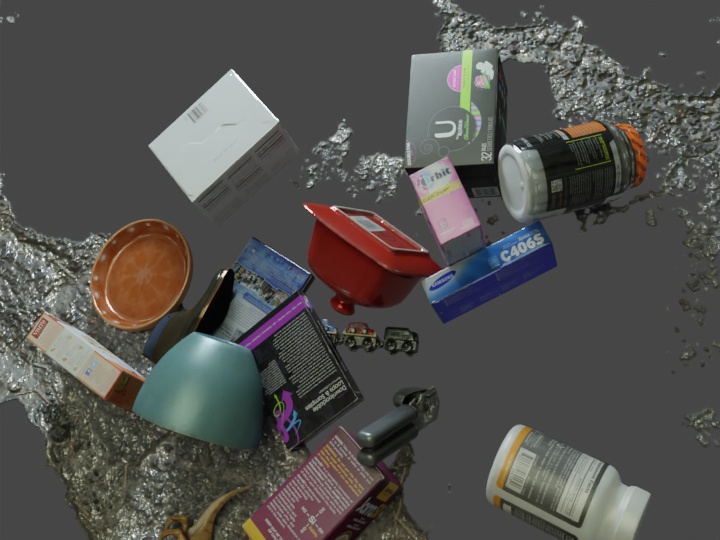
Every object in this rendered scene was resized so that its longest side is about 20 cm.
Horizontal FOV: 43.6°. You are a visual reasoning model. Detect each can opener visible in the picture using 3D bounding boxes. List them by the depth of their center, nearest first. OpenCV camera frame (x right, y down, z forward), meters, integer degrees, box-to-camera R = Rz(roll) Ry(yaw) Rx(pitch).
[{"bbox_3d":[0.048,0.215,1.279,0.066,0.198,0.055,8,108,36],"label":"can opener"}]

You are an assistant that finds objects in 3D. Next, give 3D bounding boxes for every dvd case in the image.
[{"bbox_3d":[-0.183,0.060,1.497,0.141,0.018,0.202,30,81,25],"label":"dvd case"}]

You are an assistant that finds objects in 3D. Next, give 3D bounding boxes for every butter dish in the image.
[{"bbox_3d":[0.000,0.000,1.388,0.198,0.199,0.150,37,107,26],"label":"butter dish"}]

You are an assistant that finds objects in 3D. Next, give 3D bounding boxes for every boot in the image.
[{"bbox_3d":[-0.283,0.076,1.471,0.095,0.075,0.203,20,79,21],"label":"boot"}]

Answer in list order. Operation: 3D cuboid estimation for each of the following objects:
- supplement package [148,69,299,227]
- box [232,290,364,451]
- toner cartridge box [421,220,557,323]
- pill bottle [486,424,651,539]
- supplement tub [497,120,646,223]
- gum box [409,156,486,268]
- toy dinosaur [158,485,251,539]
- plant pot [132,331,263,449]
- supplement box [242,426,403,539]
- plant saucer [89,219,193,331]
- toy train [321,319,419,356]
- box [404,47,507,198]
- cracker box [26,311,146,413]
[{"bbox_3d":[-0.237,-0.212,1.568,0.199,0.111,0.156,-42,63,-1],"label":"supplement package"},{"bbox_3d":[-0.098,0.155,1.398,0.142,0.036,0.202,-36,68,14],"label":"box"},{"bbox_3d":[0.195,0.005,1.350,0.197,0.095,0.044,-27,62,6],"label":"toner cartridge box"},{"bbox_3d":[0.276,0.298,1.198,0.197,0.117,0.118,23,78,23],"label":"pill bottle"},{"bbox_3d":[0.313,-0.150,1.333,0.196,0.123,0.125,-13,64,-11],"label":"supplement tub"},{"bbox_3d":[0.137,-0.070,1.344,0.065,0.200,0.115,-25,70,4],"label":"gum box"},{"bbox_3d":[-0.249,0.406,1.374,0.104,0.060,0.204,20,81,-1],"label":"toy dinosaur"},{"bbox_3d":[-0.229,0.171,1.354,0.196,0.200,0.138,15,85,23],"label":"plant pot"},{"bbox_3d":[-0.050,0.338,1.284,0.200,0.131,0.103,-45,64,-2],"label":"supplement box"},{"bbox_3d":[-0.381,0.009,1.575,0.196,0.032,0.205,-6,67,15],"label":"plant saucer"},{"bbox_3d":[-0.002,0.103,1.411,0.195,0.034,0.047,3,68,19],"label":"toy train"},{"bbox_3d":[0.157,-0.232,1.439,0.145,0.124,0.205,-2,70,17],"label":"box"},{"bbox_3d":[-0.436,0.155,1.479,0.198,0.134,0.058,29,80,25],"label":"cracker box"}]
